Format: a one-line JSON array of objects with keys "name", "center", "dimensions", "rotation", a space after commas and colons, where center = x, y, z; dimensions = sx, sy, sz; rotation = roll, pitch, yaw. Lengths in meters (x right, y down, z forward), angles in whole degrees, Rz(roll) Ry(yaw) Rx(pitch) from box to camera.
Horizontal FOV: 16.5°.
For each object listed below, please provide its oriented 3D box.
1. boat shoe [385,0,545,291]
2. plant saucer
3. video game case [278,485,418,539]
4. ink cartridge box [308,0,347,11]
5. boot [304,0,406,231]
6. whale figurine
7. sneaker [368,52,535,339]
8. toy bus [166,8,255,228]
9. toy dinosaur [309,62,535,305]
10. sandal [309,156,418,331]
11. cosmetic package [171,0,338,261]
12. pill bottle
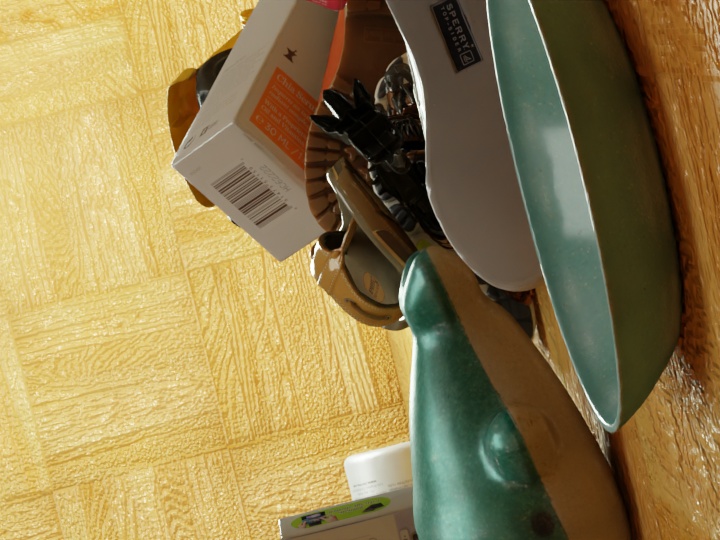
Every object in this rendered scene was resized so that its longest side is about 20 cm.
[{"name": "boat shoe", "center": [0.056, -0.082, 1.173], "dimensions": [0.201, 0.072, 0.066], "rotation": [68, -167, 16]}, {"name": "plant saucer", "center": [0.091, -0.037, 0.982], "dimensions": [0.200, 0.036, 0.201], "rotation": [166, 90, -87]}, {"name": "video game case", "center": [0.056, 0.237, 1.615], "dimensions": [0.045, 0.180, 0.201], "rotation": [-108, 5, -75]}, {"name": "ink cartridge box", "center": [-0.018, -0.219, 1.146], "dimensions": [0.200, 0.083, 0.146], "rotation": [96, -162, -83]}, {"name": "boot", "center": [0.010, -0.119, 1.544], "dimensions": [0.107, 0.075, 0.201], "rotation": [-125, 47, -84]}, {"name": "whale figurine", "center": [0.060, 0.087, 1.283], "dimensions": [0.201, 0.103, 0.159], "rotation": [62, 178, -3]}, {"name": "sneaker", "center": [0.053, -0.035, 1.481], "dimensions": [0.080, 0.077, 0.201], "rotation": [-62, -41, -80]}, {"name": "toy bus", "center": [-0.018, -0.128, 1.879], "dimensions": [0.192, 0.199, 0.136], "rotation": [-56, -33, -41]}, {"name": "toy dinosaur", "center": [0.056, -0.057, 1.349], "dimensions": [0.200, 0.102, 0.136], "rotation": [34, 162, 43]}, {"name": "sandal", "center": [0.000, 0.000, 1.395], "dimensions": [0.080, 0.054, 0.200], "rotation": [51, 170, 13]}, {"name": "cosmetic package", "center": [-0.035, -0.115, 1.623], "dimensions": [0.101, 0.071, 0.200], "rotation": [41, -136, -19]}, {"name": "pill bottle", "center": [0.059, 0.280, 2.587], "dimensions": [0.114, 0.114, 0.201], "rotation": [107, 149, -85]}]
